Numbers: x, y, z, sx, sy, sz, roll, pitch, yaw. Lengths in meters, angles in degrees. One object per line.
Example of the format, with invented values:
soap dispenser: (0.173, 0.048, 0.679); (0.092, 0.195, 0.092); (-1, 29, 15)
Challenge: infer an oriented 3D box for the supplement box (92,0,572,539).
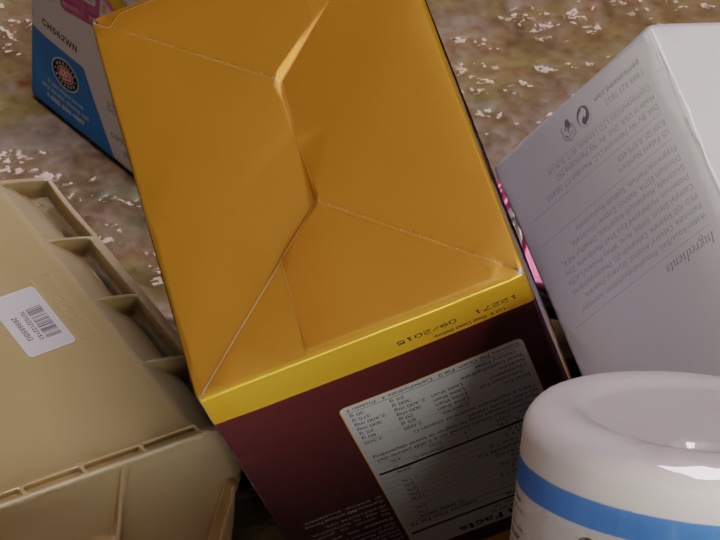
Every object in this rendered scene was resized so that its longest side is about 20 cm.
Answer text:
supplement box: (0.000, 0.000, 1.164); (0.132, 0.200, 0.198); (-21, 55, 4)

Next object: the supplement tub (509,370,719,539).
supplement tub: (0.115, 0.148, 1.041); (0.132, 0.201, 0.132); (4, 13, -1)

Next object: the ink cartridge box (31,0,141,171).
ink cartridge box: (-0.091, -0.148, 1.390); (0.085, 0.200, 0.144); (-27, 50, -34)

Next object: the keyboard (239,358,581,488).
keyboard: (0.034, 0.086, 1.270); (0.199, 0.021, 0.127); (-2, 39, -8)

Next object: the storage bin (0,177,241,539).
storage bin: (-0.181, 0.066, 1.208); (0.198, 0.094, 0.200); (-18, 45, -28)

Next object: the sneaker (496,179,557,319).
sneaker: (0.130, 0.005, 1.328); (0.199, 0.087, 0.074); (2, 61, -14)

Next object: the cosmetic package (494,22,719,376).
cosmetic package: (0.196, 0.007, 1.200); (0.199, 0.123, 0.200); (-6, 64, -38)
